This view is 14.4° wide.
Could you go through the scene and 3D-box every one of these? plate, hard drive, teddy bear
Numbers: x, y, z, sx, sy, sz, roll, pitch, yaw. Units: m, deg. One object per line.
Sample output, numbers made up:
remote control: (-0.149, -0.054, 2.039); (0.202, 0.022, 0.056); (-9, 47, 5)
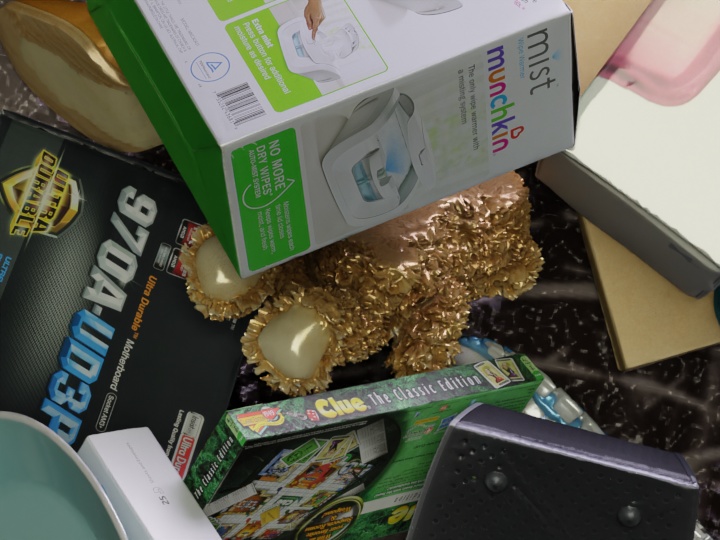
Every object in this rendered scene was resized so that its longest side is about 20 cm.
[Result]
plate: (-0.148, 0.162, 1.271); (0.025, 0.200, 0.202); (-4, 83, -44)
hard drive: (0.084, 0.156, 1.379); (0.134, 0.042, 0.201); (14, 126, 3)
teddy bear: (0.000, 0.000, 1.400); (0.145, 0.067, 0.200); (31, 41, 12)

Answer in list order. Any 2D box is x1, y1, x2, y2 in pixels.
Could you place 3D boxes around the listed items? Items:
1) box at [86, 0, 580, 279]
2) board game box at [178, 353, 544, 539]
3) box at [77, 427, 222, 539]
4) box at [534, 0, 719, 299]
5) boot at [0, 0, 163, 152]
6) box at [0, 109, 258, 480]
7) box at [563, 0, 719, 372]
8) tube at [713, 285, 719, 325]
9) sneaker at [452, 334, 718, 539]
box: (-0.020, -0.123, 1.330); (0.176, 0.097, 0.200); (-22, 51, -14)
board game box: (-0.007, 0.093, 1.336); (0.023, 0.199, 0.105); (49, 126, 28)
box: (-0.113, 0.196, 1.284); (0.156, 0.041, 0.200); (54, 127, 28)
box: (0.187, -0.101, 1.396); (0.109, 0.128, 0.200); (37, 85, 4)
boot: (-0.071, -0.121, 1.445); (0.200, 0.071, 0.144); (25, 53, 30)
box: (-0.136, 0.031, 1.381); (0.158, 0.046, 0.201); (21, 50, -4)
box: (0.184, -0.066, 1.468); (0.162, 0.021, 0.201); (-16, 86, -3)
tube: (0.205, 0.008, 1.351); (0.050, 0.200, 0.078); (20, 86, 1)
sneaker: (0.102, 0.119, 1.425); (0.087, 0.075, 0.200); (-45, 87, 0)
